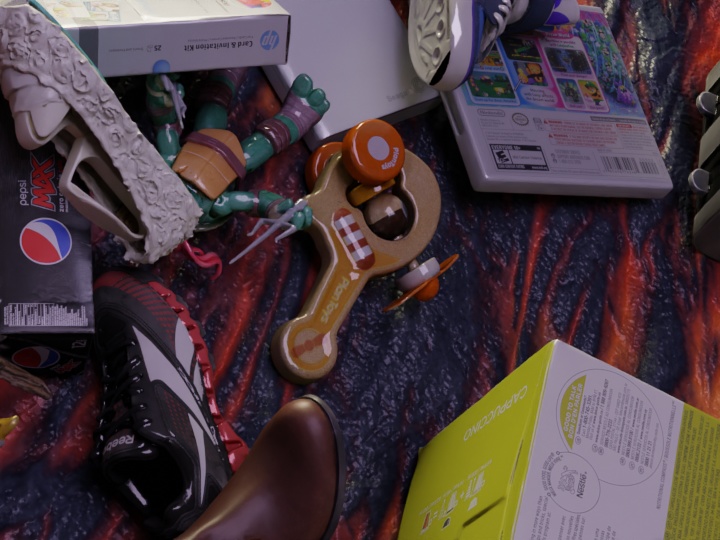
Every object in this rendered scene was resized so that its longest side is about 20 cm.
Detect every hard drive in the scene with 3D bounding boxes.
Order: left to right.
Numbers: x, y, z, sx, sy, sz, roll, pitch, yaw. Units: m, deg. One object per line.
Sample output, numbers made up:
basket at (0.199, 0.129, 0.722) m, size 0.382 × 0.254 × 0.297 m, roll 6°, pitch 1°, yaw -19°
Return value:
hard drive at (-0.034, -0.198, 1.434) m, size 0.131 × 0.026 × 0.201 m, roll -22°, pitch 75°, yaw -35°

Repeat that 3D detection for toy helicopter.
toy helicopter at (0.000, 0.000, 1.329) m, size 0.132 × 0.079 × 0.201 m, roll 36°, pitch 63°, yaw -17°

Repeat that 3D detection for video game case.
video game case at (0.146, -0.142, 1.483) m, size 0.198 × 0.024 × 0.183 m, roll 1°, pitch 60°, yaw -34°

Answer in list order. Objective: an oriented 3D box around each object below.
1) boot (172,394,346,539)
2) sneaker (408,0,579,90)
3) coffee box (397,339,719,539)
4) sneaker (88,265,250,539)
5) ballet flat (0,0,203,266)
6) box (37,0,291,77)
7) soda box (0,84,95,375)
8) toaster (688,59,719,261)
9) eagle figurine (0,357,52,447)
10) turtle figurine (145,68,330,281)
boot at (-0.111, 0.159, 1.080) m, size 0.199 × 0.189 × 0.068 m, roll 4°, pitch 32°, yaw -50°
sneaker at (0.115, -0.206, 1.432) m, size 0.145 × 0.081 × 0.201 m, roll 14°, pitch 46°, yaw -20°
coffee box at (0.141, 0.201, 1.198) m, size 0.196 × 0.200 × 0.201 m, roll 25°, pitch 55°, yaw -13°
sneaker at (-0.136, 0.087, 1.185) m, size 0.097 × 0.071 × 0.202 m, roll -6°, pitch 67°, yaw -51°
ballet flat at (-0.176, -0.083, 1.161) m, size 0.200 × 0.071 × 0.072 m, roll 51°, pitch 50°, yaw -21°
box at (-0.169, -0.181, 1.280) m, size 0.198 × 0.042 × 0.156 m, roll -8°, pitch 30°, yaw -24°
soda box at (-0.212, -0.035, 1.217) m, size 0.063 × 0.071 × 0.202 m, roll 2°, pitch 63°, yaw -15°
toaster at (0.376, -0.088, 1.534) m, size 0.198 × 0.119 × 0.182 m, roll 21°, pitch 56°, yaw -16°
eagle figurine at (-0.255, 0.117, 1.063) m, size 0.150 × 0.151 × 0.202 m, roll 20°, pitch 57°, yaw -16°
turtle figurine at (-0.101, -0.082, 1.289) m, size 0.150 × 0.100 × 0.201 m, roll 44°, pitch 40°, yaw -13°
